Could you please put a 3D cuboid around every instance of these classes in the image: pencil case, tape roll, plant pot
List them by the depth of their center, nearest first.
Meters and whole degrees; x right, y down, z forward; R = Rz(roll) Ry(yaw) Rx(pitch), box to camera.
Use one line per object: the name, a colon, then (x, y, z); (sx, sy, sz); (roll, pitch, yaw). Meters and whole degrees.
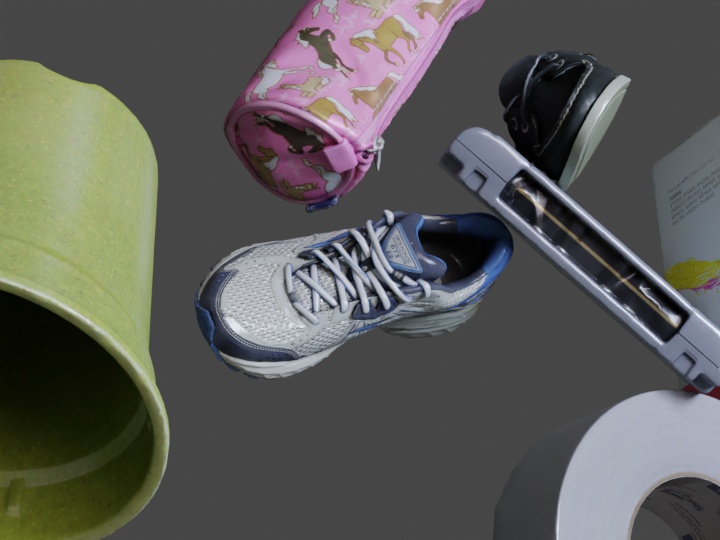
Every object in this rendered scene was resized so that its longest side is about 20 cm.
plant pot: (-0.176, 0.004, 1.338); (0.200, 0.200, 0.185); (28, 43, -19)
tape roll: (0.169, 0.170, 1.534); (0.200, 0.066, 0.201); (12, 67, -30)
pencil case: (0.002, -0.125, 1.576); (0.086, 0.083, 0.200); (40, 50, -9)

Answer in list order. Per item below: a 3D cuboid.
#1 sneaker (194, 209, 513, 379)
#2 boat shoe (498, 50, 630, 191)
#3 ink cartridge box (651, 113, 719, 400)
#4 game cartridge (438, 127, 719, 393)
sneaker: (0.000, 0.000, 1.509); (0.199, 0.085, 0.077); (-15, 75, -37)
boat shoe: (0.110, -0.094, 1.587); (0.066, 0.075, 0.199); (32, 8, 1)
ink cartridge box: (0.280, 0.004, 1.655); (0.145, 0.145, 0.201); (10, 61, -29)
game cartridge: (0.128, -0.009, 1.574); (0.200, 0.133, 0.041); (41, 88, -1)
